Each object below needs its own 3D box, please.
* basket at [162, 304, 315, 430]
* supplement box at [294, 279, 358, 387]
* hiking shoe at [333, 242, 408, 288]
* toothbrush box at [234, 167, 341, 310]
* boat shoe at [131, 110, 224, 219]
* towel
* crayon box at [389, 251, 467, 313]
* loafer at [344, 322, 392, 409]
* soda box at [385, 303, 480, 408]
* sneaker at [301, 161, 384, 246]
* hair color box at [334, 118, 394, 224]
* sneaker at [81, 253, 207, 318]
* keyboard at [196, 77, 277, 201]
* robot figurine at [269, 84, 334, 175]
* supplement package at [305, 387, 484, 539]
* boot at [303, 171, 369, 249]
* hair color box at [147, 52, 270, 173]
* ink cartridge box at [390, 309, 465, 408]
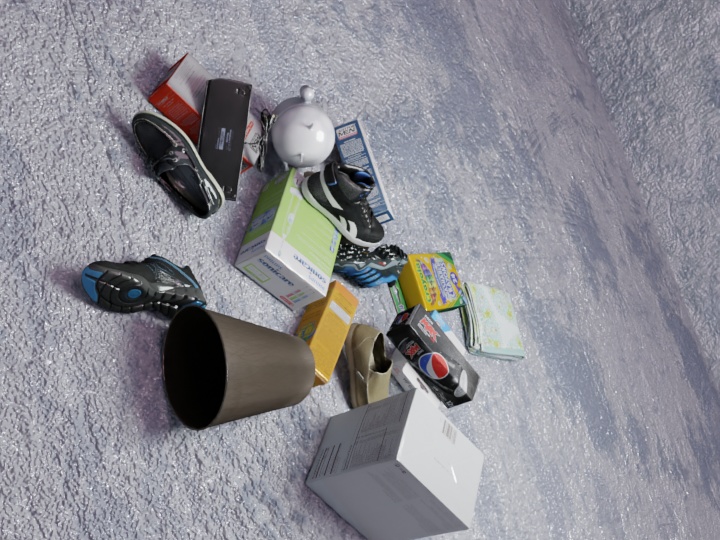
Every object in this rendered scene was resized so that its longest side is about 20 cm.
[{"bbox_3d":[-0.173,0.149,1.188,0.200,0.136,0.181,13,55,-50],"label":"basket"},{"bbox_3d":[-0.069,0.112,1.382,0.069,0.066,0.200,44,41,-24],"label":"supplement box"},{"bbox_3d":[0.000,0.000,1.520,0.200,0.087,0.074,1,29,-29],"label":"hiking shoe"},{"bbox_3d":[-0.118,-0.056,1.401,0.146,0.086,0.200,40,42,-30],"label":"toothbrush box"},{"bbox_3d":[-0.297,-0.162,1.259,0.200,0.074,0.066,58,25,-25],"label":"boat shoe"},{"bbox_3d":[0.305,0.118,1.842,0.200,0.048,0.172,15,60,-45],"label":"towel"},{"bbox_3d":[0.141,0.029,1.692,0.200,0.052,0.126,-6,74,-51],"label":"crayon box"},{"bbox_3d":[0.022,0.191,1.418,0.076,0.067,0.200,-31,111,-52],"label":"loafer"},{"bbox_3d":[0.139,0.163,1.493,0.200,0.063,0.071,50,40,-15],"label":"soda box"},{"bbox_3d":[0.000,-0.117,1.417,0.200,0.112,0.073,35,46,-35],"label":"sneaker"},{"bbox_3d":[0.006,-0.196,1.618,0.100,0.060,0.200,41,30,-77],"label":"hair color box"},{"bbox_3d":[-0.318,0.016,1.150,0.200,0.073,0.082,21,38,-49],"label":"sneaker"},{"bbox_3d":[-0.211,-0.218,1.337,0.127,0.021,0.200,7,96,-22],"label":"keyboard"},{"bbox_3d":[-0.109,-0.254,1.456,0.113,0.170,0.200,2,20,-11],"label":"robot figurine"},{"bbox_3d":[0.059,0.327,1.304,0.191,0.200,0.147,47,40,-22],"label":"supplement package"},{"bbox_3d":[-0.055,-0.121,1.544,0.200,0.074,0.076,49,21,-26],"label":"boot"},{"bbox_3d":[-0.258,-0.266,1.374,0.200,0.061,0.102,43,43,-25],"label":"hair color box"},{"bbox_3d":[0.125,0.186,1.570,0.115,0.068,0.200,52,39,-13],"label":"ink cartridge box"}]
